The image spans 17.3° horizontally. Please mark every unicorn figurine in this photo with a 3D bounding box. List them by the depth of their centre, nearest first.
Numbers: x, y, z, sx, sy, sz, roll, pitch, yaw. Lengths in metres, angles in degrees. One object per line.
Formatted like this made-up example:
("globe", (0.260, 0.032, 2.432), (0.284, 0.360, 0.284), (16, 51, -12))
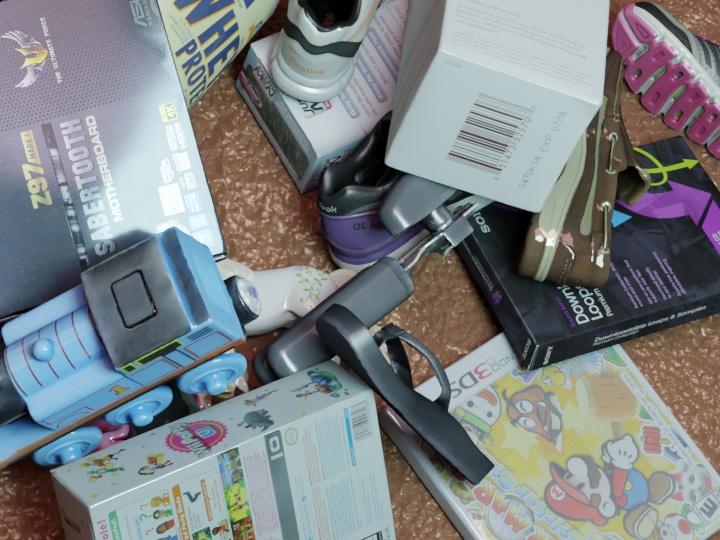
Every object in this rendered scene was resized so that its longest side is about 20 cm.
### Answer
("unicorn figurine", (-0.081, 0.025, 1.604), (0.199, 0.074, 0.138), (8, 62, -30))

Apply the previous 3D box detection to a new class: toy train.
("toy train", (-0.159, 0.051, 1.451), (0.200, 0.114, 0.087), (-26, 67, 11))

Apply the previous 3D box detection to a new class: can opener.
("can opener", (0.000, 0.000, 1.575), (0.200, 0.053, 0.067), (-38, 92, -27))

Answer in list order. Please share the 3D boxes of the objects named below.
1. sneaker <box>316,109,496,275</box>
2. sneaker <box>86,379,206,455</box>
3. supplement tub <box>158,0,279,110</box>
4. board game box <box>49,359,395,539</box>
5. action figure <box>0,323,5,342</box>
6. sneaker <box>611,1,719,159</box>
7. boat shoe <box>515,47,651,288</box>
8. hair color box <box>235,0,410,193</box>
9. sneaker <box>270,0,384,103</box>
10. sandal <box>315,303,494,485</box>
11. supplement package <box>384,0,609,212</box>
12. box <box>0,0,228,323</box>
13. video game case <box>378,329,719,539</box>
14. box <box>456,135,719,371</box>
("sneaker", (0.055, -0.083, 1.648), (0.200, 0.088, 0.076), (-39, 49, -18))
("sneaker", (-0.136, 0.090, 1.555), (0.095, 0.079, 0.201), (2, 73, -22))
("supplement tub", (-0.143, -0.191, 1.635), (0.145, 0.145, 0.200), (36, 62, 2))
("board game box", (-0.081, 0.161, 1.490), (0.199, 0.148, 0.064), (-21, 29, -24))
("action figure", (-0.306, 0.021, 1.480), (0.134, 0.149, 0.200), (17, 23, 28))
("sneaker", (0.278, -0.141, 1.777), (0.200, 0.074, 0.088), (39, 62, -2))
("boat shoe", (0.167, -0.069, 1.667), (0.075, 0.075, 0.203), (18, 59, 2))
("hair color box", (0.022, -0.144, 1.709), (0.200, 0.061, 0.099), (-24, 74, -25))
("sneaker", (-0.005, -0.213, 1.658), (0.073, 0.080, 0.201), (17, 58, -3))
("sandal", (0.032, 0.071, 1.528), (0.043, 0.200, 0.076), (-47, 50, -3))
("supplement package", (0.097, -0.160, 1.612), (0.117, 0.117, 0.200), (17, 48, -8))
("box", (-0.186, -0.081, 1.500), (0.157, 0.051, 0.201), (-15, 92, -10))
("video game case", (0.140, 0.134, 1.637), (0.182, 0.023, 0.200), (-31, 78, -26))
("box", (0.176, -0.016, 1.690), (0.199, 0.036, 0.143), (-17, 56, -21))
